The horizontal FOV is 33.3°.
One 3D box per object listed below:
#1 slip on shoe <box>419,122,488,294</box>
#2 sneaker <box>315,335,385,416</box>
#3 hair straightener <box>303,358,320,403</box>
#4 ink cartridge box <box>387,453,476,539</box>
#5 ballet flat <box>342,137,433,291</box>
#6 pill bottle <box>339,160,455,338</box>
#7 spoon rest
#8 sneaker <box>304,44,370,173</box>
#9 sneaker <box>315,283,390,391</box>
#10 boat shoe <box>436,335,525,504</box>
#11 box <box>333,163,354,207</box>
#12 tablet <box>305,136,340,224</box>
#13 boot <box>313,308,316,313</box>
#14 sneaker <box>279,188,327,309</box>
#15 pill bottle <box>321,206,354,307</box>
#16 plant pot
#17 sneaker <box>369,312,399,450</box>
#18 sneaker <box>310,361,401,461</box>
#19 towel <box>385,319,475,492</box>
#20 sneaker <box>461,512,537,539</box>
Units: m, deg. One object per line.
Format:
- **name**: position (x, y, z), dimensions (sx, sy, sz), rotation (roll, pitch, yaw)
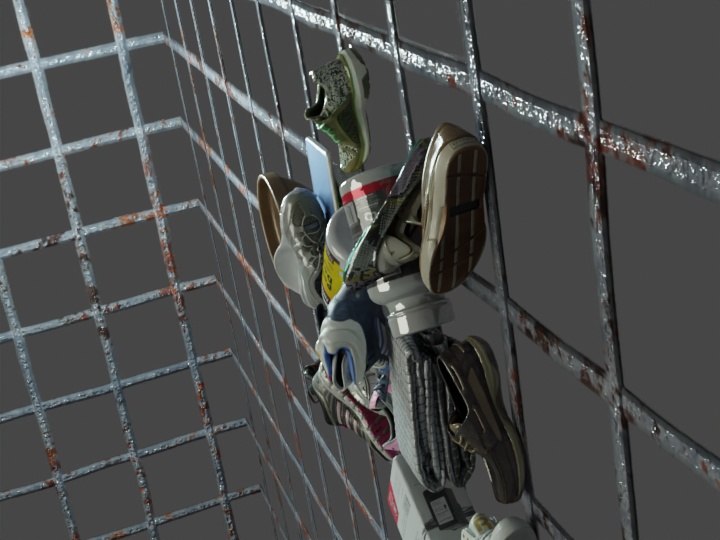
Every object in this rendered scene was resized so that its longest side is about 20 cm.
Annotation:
- **slip on shoe**: position (0.095, -0.067, 1.326), dimensions (0.061, 0.075, 0.202), rotation (52, 151, 45)
- **sneaker**: position (0.013, 0.140, 1.831), dimensions (0.199, 0.075, 0.088), rotation (39, 117, 25)
- **hair straightener**: position (-0.050, 0.180, 2.056), dimensions (0.200, 0.040, 0.078), rotation (-31, -74, -72)
- **ink cartridge box**: position (0.113, 0.369, 1.701), dimensions (0.146, 0.082, 0.202), rotation (96, 155, -55)
- **ballet flat**: position (0.050, -0.053, 1.379), dimensions (0.202, 0.071, 0.072), rotation (-61, 26, 7)
- **pill bottle**: position (0.051, -0.024, 1.477), dimensions (0.111, 0.109, 0.203), rotation (147, 107, -75)
- **spoon rest**: position (-0.099, -0.035, 1.935), dimensions (0.098, 0.061, 0.202), rotation (20, 134, 21)
- **sneaker**: position (-0.038, -0.217, 1.671), dimensions (0.202, 0.087, 0.077), rotation (88, 161, -43)
- **sneaker**: position (-0.006, 0.115, 1.630), dimensions (0.201, 0.079, 0.148), rotation (71, -145, -48)
- **boat shoe**: position (0.137, 0.181, 1.427), dimensions (0.074, 0.072, 0.203), rotation (144, 110, -75)
- **box**: position (-0.008, -0.043, 1.850), dimensions (0.145, 0.036, 0.202), rotation (-121, 20, -49)
- **tablet**: position (-0.049, -0.098, 1.858), dimensions (0.130, 0.013, 0.203), rotation (-135, 34, -66)
- **boot**: position (-0.024, 0.135, 2.007), dimensions (0.200, 0.075, 0.170), rotation (50, 149, 47)
- **sneaker**: position (-0.064, -0.031, 1.846), dimensions (0.082, 0.074, 0.202), rotation (24, 134, 56)
- **pill bottle**: position (0.000, 0.000, 1.705), dimensions (0.201, 0.108, 0.110), rotation (97, 154, -57)
- **plant pot**: position (-0.108, -0.078, 2.089), dimensions (0.201, 0.091, 0.204), rotation (164, 90, -77)
- **sneaker**: position (0.045, 0.164, 1.755), dimensions (0.070, 0.081, 0.203), rotation (124, 130, -73)
- **sneaker**: position (-0.007, 0.227, 1.919), dimensions (0.200, 0.074, 0.087), rotation (48, 139, -1)
- **towel**: position (0.091, 0.167, 1.574), dimensions (0.166, 0.084, 0.203), rotation (-127, 30, -75)
- **sneaker**: position (0.163, 0.340, 1.496), dimensions (0.202, 0.073, 0.116), rotation (88, 158, -46)
